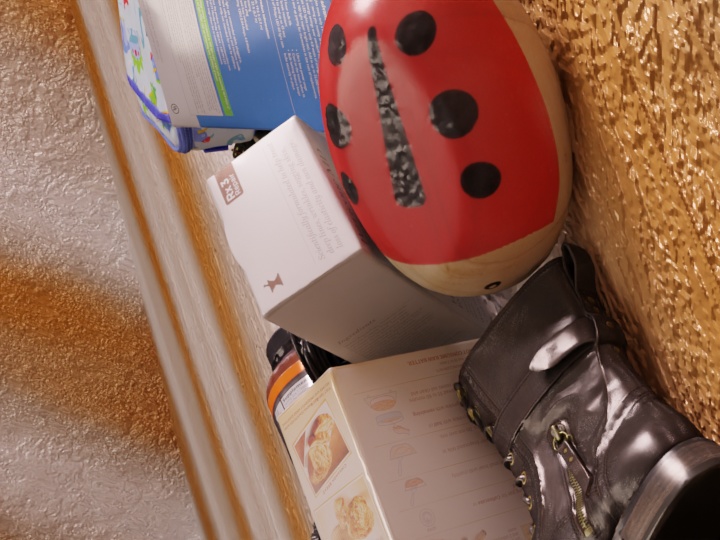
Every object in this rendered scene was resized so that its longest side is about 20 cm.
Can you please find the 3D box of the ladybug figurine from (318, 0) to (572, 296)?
[{"bbox_3d":[0.035,-0.072,0.699,0.135,0.072,0.202,-4,114,35],"label":"ladybug figurine"}]

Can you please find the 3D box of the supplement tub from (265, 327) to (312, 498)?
[{"bbox_3d":[-0.016,0.132,1.176,0.108,0.106,0.201,89,159,-49],"label":"supplement tub"}]

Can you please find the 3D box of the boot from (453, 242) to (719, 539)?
[{"bbox_3d":[0.095,0.108,0.691,0.201,0.069,0.174,-58,39,17],"label":"boot"}]

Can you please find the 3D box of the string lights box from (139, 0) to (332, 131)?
[{"bbox_3d":[-0.036,-0.140,0.811,0.198,0.059,0.104,7,121,36],"label":"string lights box"}]

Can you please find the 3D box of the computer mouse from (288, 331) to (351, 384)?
[{"bbox_3d":[-0.004,0.075,0.903,0.200,0.046,0.142,-122,7,-81],"label":"computer mouse"}]

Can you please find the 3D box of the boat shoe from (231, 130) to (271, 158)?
[{"bbox_3d":[-0.065,-0.097,1.137,0.201,0.073,0.064,-128,46,-69],"label":"boat shoe"}]

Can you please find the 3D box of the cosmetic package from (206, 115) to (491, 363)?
[{"bbox_3d":[0.001,-0.003,0.825,0.200,0.074,0.102,33,-153,-59],"label":"cosmetic package"}]

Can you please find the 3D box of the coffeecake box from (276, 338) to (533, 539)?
[{"bbox_3d":[0.063,0.146,0.763,0.073,0.152,0.202,-45,61,49],"label":"coffeecake box"}]

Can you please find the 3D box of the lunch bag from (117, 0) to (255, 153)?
[{"bbox_3d":[-0.144,-0.184,1.102,0.200,0.082,0.162,-133,34,-62],"label":"lunch bag"}]

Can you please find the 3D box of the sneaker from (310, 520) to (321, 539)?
[{"bbox_3d":[0.015,0.180,1.025,0.201,0.073,0.080,-62,-39,-54],"label":"sneaker"}]

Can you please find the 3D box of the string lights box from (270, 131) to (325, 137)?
[{"bbox_3d":[-0.064,-0.175,1.093,0.200,0.058,0.104,-132,31,-60],"label":"string lights box"}]
